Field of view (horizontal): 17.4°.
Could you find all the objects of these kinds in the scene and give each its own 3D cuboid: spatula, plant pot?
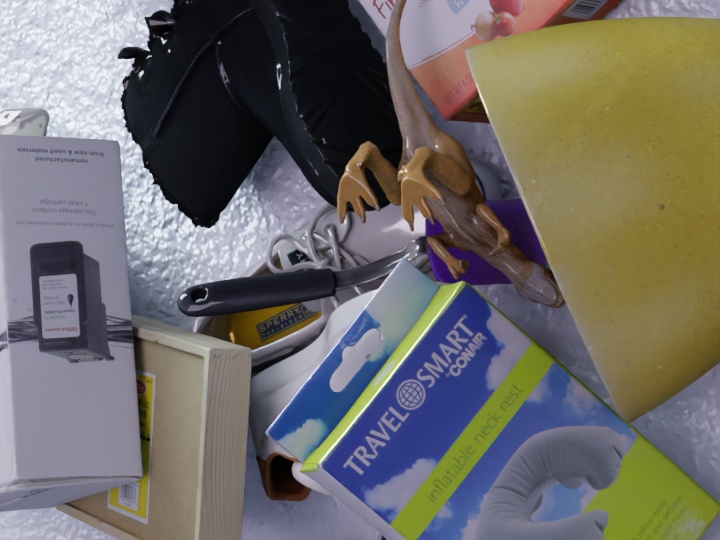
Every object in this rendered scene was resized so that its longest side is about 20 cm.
[{"bbox_3d":[0.000,0.000,1.250,0.200,0.021,0.057,-13,53,7],"label":"spatula"},{"bbox_3d":[0.155,-0.045,1.149,0.142,0.200,0.200,-23,78,7],"label":"plant pot"}]

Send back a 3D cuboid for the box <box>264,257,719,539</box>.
[{"bbox_3d":[0.067,0.099,1.169,0.200,0.048,0.122,40,77,-8],"label":"box"}]

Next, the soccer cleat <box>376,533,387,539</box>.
[{"bbox_3d":[0.039,0.132,1.291,0.200,0.067,0.076,-67,31,21],"label":"soccer cleat"}]

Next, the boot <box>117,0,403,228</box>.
[{"bbox_3d":[-0.059,-0.081,1.300,0.162,0.073,0.198,-47,58,43],"label":"boot"}]

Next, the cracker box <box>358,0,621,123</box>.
[{"bbox_3d":[0.048,-0.197,1.272,0.134,0.058,0.200,-44,69,25],"label":"cracker box"}]

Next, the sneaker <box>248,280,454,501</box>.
[{"bbox_3d":[0.005,0.072,1.268,0.200,0.073,0.085,-40,49,52],"label":"sneaker"}]

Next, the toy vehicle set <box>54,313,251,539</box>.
[{"bbox_3d":[-0.122,0.093,1.346,0.200,0.026,0.125,12,99,60],"label":"toy vehicle set"}]

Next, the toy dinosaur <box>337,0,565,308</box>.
[{"bbox_3d":[0.033,-0.058,1.210,0.060,0.106,0.200,-29,87,34],"label":"toy dinosaur"}]

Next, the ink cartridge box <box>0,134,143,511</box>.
[{"bbox_3d":[-0.196,0.036,1.367,0.145,0.083,0.200,-23,70,58],"label":"ink cartridge box"}]

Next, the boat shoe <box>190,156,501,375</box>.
[{"bbox_3d":[-0.018,-0.001,1.300,0.202,0.086,0.075,-29,76,29],"label":"boat shoe"}]

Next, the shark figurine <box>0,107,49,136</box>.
[{"bbox_3d":[-0.307,-0.078,1.469,0.090,0.214,0.128,-94,15,-45],"label":"shark figurine"}]
